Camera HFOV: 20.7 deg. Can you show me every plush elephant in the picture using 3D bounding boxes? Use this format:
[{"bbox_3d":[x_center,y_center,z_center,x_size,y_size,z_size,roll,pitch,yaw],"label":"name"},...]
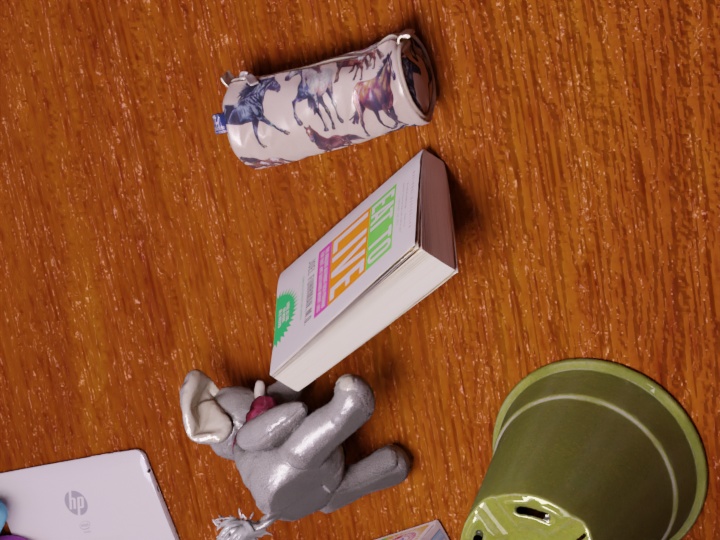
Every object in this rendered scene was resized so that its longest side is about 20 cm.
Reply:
[{"bbox_3d":[-0.076,0.150,1.807,0.200,0.165,0.155,-36,52,2],"label":"plush elephant"}]

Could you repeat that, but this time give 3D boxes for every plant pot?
[{"bbox_3d":[0.175,0.203,1.671,0.200,0.190,0.200,9,114,21],"label":"plant pot"}]

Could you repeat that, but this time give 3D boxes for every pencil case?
[{"bbox_3d":[-0.027,-0.148,1.688,0.200,0.078,0.090,-13,119,30],"label":"pencil case"}]

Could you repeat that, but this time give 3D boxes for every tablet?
[{"bbox_3d":[-0.281,0.255,2.018,0.200,0.014,0.130,-12,105,29],"label":"tablet"}]

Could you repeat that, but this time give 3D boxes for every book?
[{"bbox_3d":[0.000,0.000,1.710,0.048,0.134,0.200,32,126,-25],"label":"book"}]

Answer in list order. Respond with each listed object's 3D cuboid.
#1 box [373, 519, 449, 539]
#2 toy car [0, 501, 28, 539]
[{"bbox_3d":[-0.003,0.326,1.853,0.200,0.112,0.102,-22,99,31],"label":"box"},{"bbox_3d":[-0.405,0.314,2.024,0.150,0.175,0.200,1,113,-1],"label":"toy car"}]
